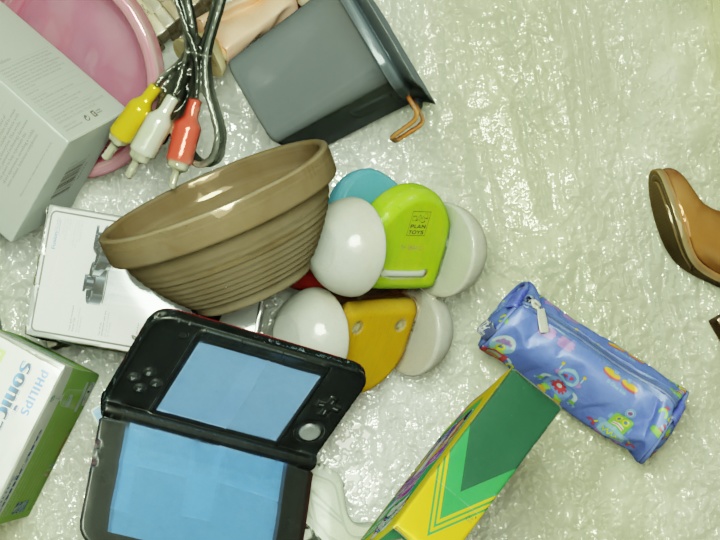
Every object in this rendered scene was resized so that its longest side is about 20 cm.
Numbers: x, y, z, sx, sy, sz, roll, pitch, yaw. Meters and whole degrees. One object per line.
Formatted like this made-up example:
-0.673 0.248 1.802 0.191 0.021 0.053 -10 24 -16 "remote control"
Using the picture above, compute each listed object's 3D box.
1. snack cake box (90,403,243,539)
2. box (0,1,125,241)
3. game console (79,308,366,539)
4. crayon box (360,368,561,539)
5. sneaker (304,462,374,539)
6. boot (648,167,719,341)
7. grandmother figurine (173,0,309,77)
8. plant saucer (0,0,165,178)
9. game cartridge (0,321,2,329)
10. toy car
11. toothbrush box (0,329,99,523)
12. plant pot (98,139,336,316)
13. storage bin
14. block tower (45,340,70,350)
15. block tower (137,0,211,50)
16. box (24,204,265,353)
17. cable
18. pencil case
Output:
-0.158 0.195 1.510 0.067 0.115 0.201 -28 87 -5 "snack cake box"
-0.325 -0.145 1.497 0.200 0.097 0.125 41 122 5 "box"
-0.109 0.147 1.411 0.199 0.119 0.173 17 127 -25 "game console"
0.071 0.188 1.452 0.058 0.200 0.173 38 66 2 "crayon box"
-0.065 0.192 1.540 0.081 0.075 0.200 -41 95 -12 "sneaker"
0.362 -0.034 1.568 0.154 0.074 0.201 -30 98 -3 "boot"
-0.070 -0.244 1.555 0.200 0.121 0.061 -39 118 -26 "grandmother figurine"
-0.255 -0.184 1.534 0.199 0.051 0.202 10 115 22 "plant saucer"
-0.415 0.001 1.560 0.133 0.040 0.201 -31 87 0 "game cartridge"
0.000 0.000 1.516 0.174 0.150 0.201 0 122 -40 "toy car"
-0.303 0.132 1.469 0.086 0.200 0.146 26 86 0 "toothbrush box"
-0.103 -0.025 1.396 0.200 0.201 0.093 -23 104 -3 "plant pot"
-0.023 -0.165 1.514 0.134 0.200 0.146 -31 85 7 "storage bin"
-0.193 0.013 1.556 0.199 0.054 0.058 -20 85 -4 "block tower"
-0.145 -0.273 1.575 0.200 0.058 0.054 -41 86 -3 "block tower"
-0.181 0.017 1.498 0.199 0.060 0.117 9 85 -1 "box"
-0.144 -0.166 1.448 0.097 0.050 0.201 23 104 9 "cable"
0.199 0.088 1.545 0.200 0.087 0.078 35 60 1 "pencil case"
